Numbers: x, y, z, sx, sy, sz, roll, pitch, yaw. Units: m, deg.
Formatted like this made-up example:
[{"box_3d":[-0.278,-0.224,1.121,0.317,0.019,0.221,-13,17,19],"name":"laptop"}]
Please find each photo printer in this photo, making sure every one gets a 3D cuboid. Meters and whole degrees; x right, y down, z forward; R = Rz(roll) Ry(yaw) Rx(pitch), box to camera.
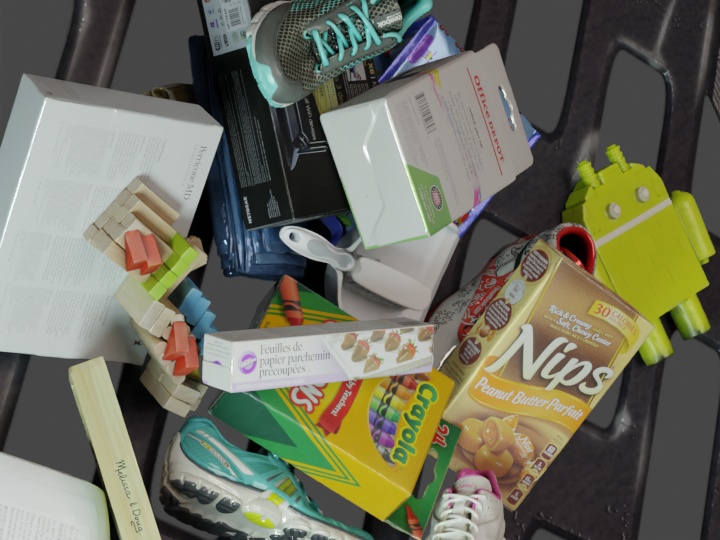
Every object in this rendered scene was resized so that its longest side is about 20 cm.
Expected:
[{"box_3d":[-0.269,0.207,1.478,0.199,0.069,0.168,22,63,-32],"name":"photo printer"}]

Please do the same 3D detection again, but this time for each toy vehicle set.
[{"box_3d":[-0.171,0.166,1.534,0.026,0.124,0.202,-17,87,-9],"name":"toy vehicle set"}]

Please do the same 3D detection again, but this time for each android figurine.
[{"box_3d":[0.261,-0.018,1.979,0.181,0.041,0.201,-26,94,-40],"name":"android figurine"}]

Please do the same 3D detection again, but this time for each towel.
[{"box_3d":[-0.085,-0.092,1.704,0.111,0.048,0.202,4,75,-63],"name":"towel"}]

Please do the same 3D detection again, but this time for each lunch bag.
[{"box_3d":[0.036,-0.091,1.805,0.151,0.094,0.201,45,65,-20],"name":"lunch bag"}]

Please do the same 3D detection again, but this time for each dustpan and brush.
[{"box_3d":[0.000,0.000,1.718,0.199,0.057,0.141,25,88,-34],"name":"dustpan and brush"}]

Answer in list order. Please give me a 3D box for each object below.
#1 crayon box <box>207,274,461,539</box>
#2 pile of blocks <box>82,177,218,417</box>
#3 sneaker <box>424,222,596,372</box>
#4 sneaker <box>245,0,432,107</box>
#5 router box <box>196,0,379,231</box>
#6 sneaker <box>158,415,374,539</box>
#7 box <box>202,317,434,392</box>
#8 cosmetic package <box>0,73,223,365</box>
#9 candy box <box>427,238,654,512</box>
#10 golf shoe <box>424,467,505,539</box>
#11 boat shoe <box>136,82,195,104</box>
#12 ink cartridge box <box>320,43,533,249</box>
[{"box_3d":[-0.008,0.108,1.665,0.199,0.051,0.127,32,47,-8],"name":"crayon box"},{"box_3d":[-0.135,0.029,1.554,0.082,0.062,0.201,-29,130,-16],"name":"pile of blocks"},{"box_3d":[0.127,0.030,1.815,0.067,0.108,0.201,53,52,-12],"name":"sneaker"},{"box_3d":[-0.013,-0.188,1.610,0.200,0.091,0.078,-44,115,-50],"name":"sneaker"},{"box_3d":[-0.047,-0.141,1.674,0.157,0.052,0.202,-11,90,-55],"name":"router box"},{"box_3d":[-0.065,0.178,1.646,0.199,0.077,0.080,32,50,-26],"name":"sneaker"},{"box_3d":[-0.029,0.063,1.602,0.199,0.041,0.039,-4,100,-40],"name":"box"},{"box_3d":[-0.202,-0.034,1.545,0.150,0.052,0.201,9,111,-34],"name":"cosmetic package"},{"box_3d":[0.140,0.089,1.772,0.115,0.055,0.201,34,97,-25],"name":"candy box"},{"box_3d":[0.075,0.214,1.677,0.200,0.075,0.093,-34,125,-77],"name":"golf shoe"},{"box_3d":[-0.177,-0.096,1.645,0.200,0.063,0.074,-34,96,-43],"name":"boat shoe"},{"box_3d":[0.058,-0.105,1.710,0.200,0.067,0.118,-32,106,-54],"name":"ink cartridge box"}]
